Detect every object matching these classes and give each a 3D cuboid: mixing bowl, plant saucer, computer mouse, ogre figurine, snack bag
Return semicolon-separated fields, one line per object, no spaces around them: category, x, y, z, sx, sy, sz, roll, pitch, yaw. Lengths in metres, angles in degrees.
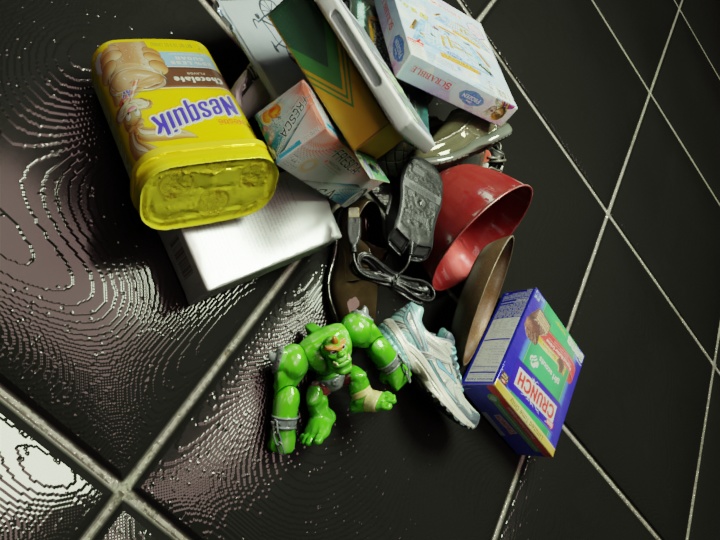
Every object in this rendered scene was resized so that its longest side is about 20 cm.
mixing bowl;0.147;-0.080;0.847;0.197;0.203;0.109;-22;60;-38
plant saucer;0.177;0.040;0.849;0.036;0.203;0.202;22;54;19
computer mouse;0.039;-0.063;0.735;0.137;0.046;0.206;19;66;-27
ogre figurine;-0.035;0.127;0.694;0.195;0.098;0.123;-20;101;-5
snack bag;-0.071;-0.270;0.735;0.199;0.021;0.191;-34;93;-46

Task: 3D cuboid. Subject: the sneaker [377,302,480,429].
sneaker;0.110;0.131;0.785;0.086;0.077;0.201;-43;101;-10

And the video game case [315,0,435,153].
video game case;0.020;-0.226;0.650;0.185;0.023;0.200;59;14;3

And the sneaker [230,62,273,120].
sneaker;-0.101;-0.229;0.753;0.114;0.075;0.203;40;54;-18

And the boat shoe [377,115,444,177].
boat shoe;0.074;-0.200;0.888;0.196;0.077;0.074;-15;54;-39

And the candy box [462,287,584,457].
candy box;0.267;0.161;0.916;0.170;0.076;0.202;48;56;-19

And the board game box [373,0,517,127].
board game box;0.118;-0.320;0.816;0.196;0.041;0.204;14;50;-31

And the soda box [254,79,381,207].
soda box;-0.040;-0.138;0.664;0.065;0.067;0.199;64;14;16

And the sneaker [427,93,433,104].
sneaker;0.077;-0.291;0.898;0.071;0.080;0.203;34;55;-12

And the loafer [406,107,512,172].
loafer;0.138;-0.196;0.845;0.197;0.075;0.071;-28;90;-30

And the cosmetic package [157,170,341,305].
cosmetic package;-0.129;-0.047;0.683;0.197;0.071;0.104;-24;89;-38

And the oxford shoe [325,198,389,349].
oxford shoe;0.000;0.000;0.760;0.071;0.084;0.207;6;75;-36

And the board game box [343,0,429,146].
board game box;0.033;-0.279;0.790;0.132;0.028;0.205;17;58;-28

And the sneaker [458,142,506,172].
sneaker;0.206;-0.168;0.961;0.075;0.081;0.207;4;75;-35

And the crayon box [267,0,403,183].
crayon box;-0.012;-0.199;0.639;0.203;0.051;0.126;58;14;1

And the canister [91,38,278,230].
canister;-0.193;-0.154;0.609;0.145;0.087;0.203;-14;59;-32
